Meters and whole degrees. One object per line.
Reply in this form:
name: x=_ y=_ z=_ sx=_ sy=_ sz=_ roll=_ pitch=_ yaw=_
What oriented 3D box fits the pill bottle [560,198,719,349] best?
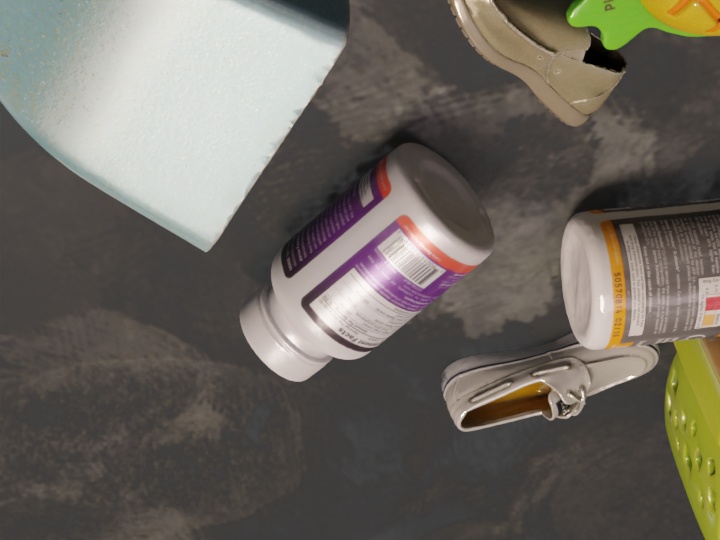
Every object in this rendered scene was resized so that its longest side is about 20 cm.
pill bottle: x=0.274 y=0.000 z=1.420 sx=0.199 sy=0.117 sz=0.117 roll=-5 pitch=135 yaw=-7

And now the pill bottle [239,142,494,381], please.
pill bottle: x=0.000 y=0.000 z=1.363 sx=0.200 sy=0.112 sz=0.111 roll=-39 pitch=129 yaw=25

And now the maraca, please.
maraca: x=0.238 y=-0.220 z=1.201 sx=0.199 sy=0.107 sz=0.138 roll=-15 pitch=126 yaw=0

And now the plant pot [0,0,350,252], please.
plant pot: x=-0.140 y=-0.172 z=1.117 sx=0.199 sy=0.197 sz=0.196 roll=23 pitch=126 yaw=-19

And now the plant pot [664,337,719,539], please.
plant pot: x=0.377 y=0.119 z=1.511 sx=0.199 sy=0.199 sz=0.182 roll=-14 pitch=129 yaw=2

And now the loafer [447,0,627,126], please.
loafer: x=0.126 y=-0.179 z=1.247 sx=0.068 sy=0.076 sz=0.200 roll=-36 pitch=140 yaw=20

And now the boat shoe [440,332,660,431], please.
boat shoe: x=0.174 y=0.103 z=1.531 sx=0.199 sy=0.070 sz=0.071 roll=-10 pitch=135 yaw=-3
